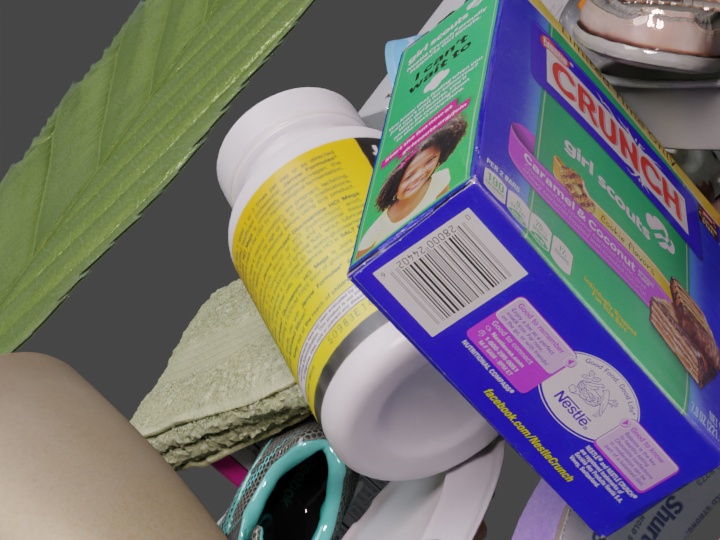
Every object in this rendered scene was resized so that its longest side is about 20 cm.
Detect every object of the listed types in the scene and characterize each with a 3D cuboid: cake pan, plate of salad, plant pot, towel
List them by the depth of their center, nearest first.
[{"bbox_3d":[0.214,-0.092,1.093,0.199,0.037,0.200,-6,11,1],"label":"cake pan"},{"bbox_3d":[0.019,0.164,1.130,0.200,0.048,0.200,-51,11,14],"label":"plate of salad"},{"bbox_3d":[-0.140,0.170,1.139,0.199,0.188,0.188,29,73,33],"label":"plant pot"},{"bbox_3d":[-0.056,0.043,1.260,0.200,0.036,0.149,-26,28,45],"label":"towel"}]

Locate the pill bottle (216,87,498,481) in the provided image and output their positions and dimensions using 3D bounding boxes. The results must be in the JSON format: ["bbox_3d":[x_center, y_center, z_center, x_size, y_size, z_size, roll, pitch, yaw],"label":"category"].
[{"bbox_3d":[0.000,0.000,1.120,0.112,0.112,0.200,-42,49,13],"label":"pill bottle"}]

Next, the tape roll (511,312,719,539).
[{"bbox_3d":[0.154,0.105,0.939,0.200,0.066,0.200,-41,18,17],"label":"tape roll"}]

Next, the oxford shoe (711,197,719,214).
[{"bbox_3d":[0.184,0.001,1.110,0.200,0.071,0.073,-35,2,18],"label":"oxford shoe"}]

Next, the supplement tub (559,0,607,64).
[{"bbox_3d":[0.200,-0.147,1.265,0.200,0.122,0.123,-42,19,17],"label":"supplement tub"}]

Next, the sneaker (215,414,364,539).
[{"bbox_3d":[-0.058,0.161,1.204,0.091,0.077,0.201,-65,0,-89],"label":"sneaker"}]

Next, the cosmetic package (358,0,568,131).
[{"bbox_3d":[0.112,-0.120,1.359,0.200,0.151,0.052,-53,20,-20],"label":"cosmetic package"}]

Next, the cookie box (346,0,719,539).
[{"bbox_3d":[0.084,-0.013,0.966,0.075,0.171,0.200,-34,22,25],"label":"cookie box"}]

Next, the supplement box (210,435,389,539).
[{"bbox_3d":[0.010,0.057,1.297,0.200,0.103,0.101,-42,20,11],"label":"supplement box"}]

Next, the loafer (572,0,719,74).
[{"bbox_3d":[0.142,-0.135,1.063,0.200,0.071,0.063,-61,-17,-78],"label":"loafer"}]

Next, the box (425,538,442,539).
[{"bbox_3d":[0.025,0.176,0.933,0.200,0.156,0.041,-15,38,57],"label":"box"}]

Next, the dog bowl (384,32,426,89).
[{"bbox_3d":[0.081,-0.063,1.222,0.049,0.200,0.112,-25,53,15],"label":"dog bowl"}]

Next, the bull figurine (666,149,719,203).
[{"bbox_3d":[0.132,-0.011,1.177,0.065,0.121,0.201,25,78,39],"label":"bull figurine"}]
